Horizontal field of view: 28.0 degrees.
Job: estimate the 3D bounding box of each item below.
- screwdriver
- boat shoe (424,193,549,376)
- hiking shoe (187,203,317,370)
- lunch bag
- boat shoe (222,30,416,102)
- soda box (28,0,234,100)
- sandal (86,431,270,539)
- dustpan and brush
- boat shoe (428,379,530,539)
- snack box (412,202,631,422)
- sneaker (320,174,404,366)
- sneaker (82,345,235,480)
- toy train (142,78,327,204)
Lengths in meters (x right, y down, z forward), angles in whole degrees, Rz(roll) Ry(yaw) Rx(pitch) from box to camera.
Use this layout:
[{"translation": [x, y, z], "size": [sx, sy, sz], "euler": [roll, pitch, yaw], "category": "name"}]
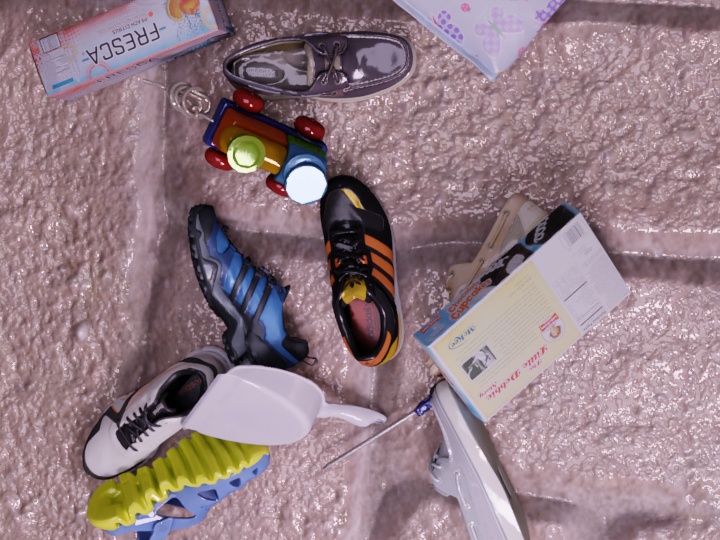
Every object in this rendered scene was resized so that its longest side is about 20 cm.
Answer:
[{"translation": [0.046, 0.158, 1.498], "size": [0.200, 0.028, 0.029], "euler": [-38, 78, 8], "category": "screwdriver"}, {"translation": [0.121, 0.016, 1.459], "size": [0.065, 0.072, 0.200], "euler": [37, 98, 16], "category": "boat shoe"}, {"translation": [-0.120, 0.019, 1.507], "size": [0.087, 0.074, 0.200], "euler": [-21, 93, -9], "category": "hiking shoe"}, {"translation": [0.108, -0.312, 1.409], "size": [0.200, 0.127, 0.170], "euler": [38, 101, -4], "category": "lunch bag"}, {"translation": [-0.044, -0.207, 1.470], "size": [0.200, 0.065, 0.072], "euler": [-1, 94, 10], "category": "boat shoe"}, {"translation": [-0.237, -0.240, 1.500], "size": [0.200, 0.068, 0.064], "euler": [-19, 91, 11], "category": "soda box"}, {"translation": [-0.185, 0.234, 1.531], "size": [0.200, 0.080, 0.087], "euler": [-24, 127, 4], "category": "sandal"}, {"translation": [-0.067, 0.142, 1.476], "size": [0.200, 0.140, 0.057], "euler": [21, 54, -14], "category": "dustpan and brush"}, {"translation": [0.106, 0.209, 1.464], "size": [0.071, 0.070, 0.201], "euler": [-23, 101, 12], "category": "boat shoe"}, {"translation": [0.160, 0.042, 1.414], "size": [0.200, 0.037, 0.116], "euler": [-41, 120, -6], "category": "snack box"}, {"translation": [0.000, 0.000, 1.465], "size": [0.070, 0.090, 0.200], "euler": [-11, 92, 10], "category": "sneaker"}, {"translation": [-0.223, 0.151, 1.521], "size": [0.200, 0.080, 0.074], "euler": [-41, 88, 12], "category": "sneaker"}, {"translation": [-0.125, -0.131, 1.433], "size": [0.200, 0.116, 0.085], "euler": [23, 105, -18], "category": "toy train"}]
